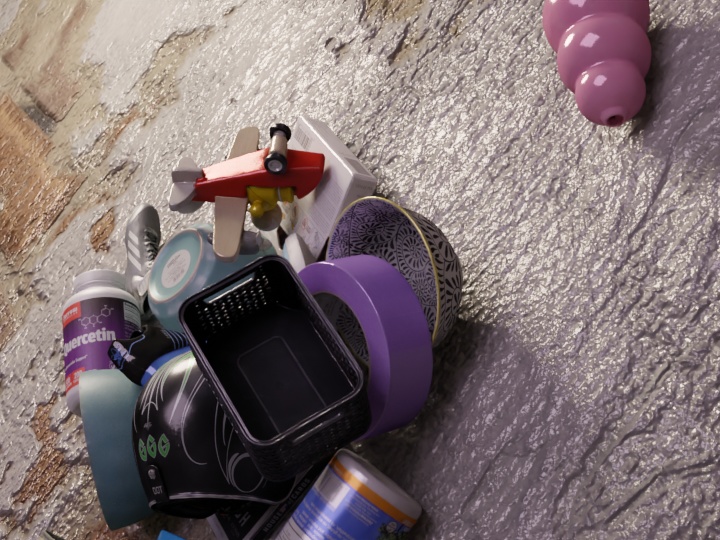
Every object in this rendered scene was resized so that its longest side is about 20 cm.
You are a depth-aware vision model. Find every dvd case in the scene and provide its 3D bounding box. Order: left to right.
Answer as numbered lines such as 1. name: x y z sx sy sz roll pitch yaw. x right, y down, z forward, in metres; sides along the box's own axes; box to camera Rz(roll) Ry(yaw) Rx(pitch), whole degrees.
1. dvd case: -0.114 0.236 1.455 0.200 0.025 0.150 -49 38 3

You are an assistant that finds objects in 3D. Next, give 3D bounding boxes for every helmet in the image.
1. helmet: -0.167 0.181 1.393 0.199 0.199 0.193 -17 65 37

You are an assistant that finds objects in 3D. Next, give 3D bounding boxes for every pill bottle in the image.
1. pill bottle: -0.367 0.104 1.715 0.112 0.112 0.202 -27 58 28
2. pill bottle: -0.034 0.298 1.255 0.201 0.112 0.112 -55 38 -2

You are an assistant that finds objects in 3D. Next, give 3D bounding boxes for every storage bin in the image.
1. storage bin: -0.090 0.101 1.266 0.134 0.094 0.201 -29 59 -12

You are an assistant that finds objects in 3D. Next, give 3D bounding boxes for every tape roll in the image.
1. tape roll: -0.008 0.086 1.345 0.199 0.065 0.202 14 108 49

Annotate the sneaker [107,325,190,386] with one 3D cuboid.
1. sneaker: -0.243 0.099 1.513 0.078 0.200 0.070 35 102 11

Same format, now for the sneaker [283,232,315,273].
1. sneaker: -0.089 0.044 1.510 0.081 0.074 0.202 -18 54 10

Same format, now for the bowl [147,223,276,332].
1. bowl: -0.218 0.016 1.660 0.200 0.105 0.202 -27 46 32

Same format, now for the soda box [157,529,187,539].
1. soda box: -0.236 0.414 1.405 0.064 0.068 0.202 5 65 47

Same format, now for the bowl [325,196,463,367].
1. bowl: 0.055 0.011 1.374 0.200 0.094 0.203 16 112 48

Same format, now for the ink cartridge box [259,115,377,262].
1. ink cartridge box: -0.065 -0.092 1.644 0.177 0.044 0.200 -65 34 20

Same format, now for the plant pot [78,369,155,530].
1. plant pot: -0.268 0.214 1.524 0.133 0.201 0.201 -11 42 -8

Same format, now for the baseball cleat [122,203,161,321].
1. baseball cleat: -0.318 -0.013 1.834 0.106 0.070 0.202 -9 65 34

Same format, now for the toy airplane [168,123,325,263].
1. toy airplane: -0.159 -0.103 1.618 0.200 0.142 0.198 -45 43 -16

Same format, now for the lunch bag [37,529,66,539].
1. lunch bag: -0.360 0.438 1.475 0.199 0.117 0.165 18 73 55

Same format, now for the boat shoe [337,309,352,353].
1. boat shoe: 0.000 0.000 1.493 0.071 0.059 0.202 -7 57 43

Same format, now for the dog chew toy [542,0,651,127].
1. dog chew toy: 0.274 -0.251 1.367 0.124 0.124 0.202 -23 55 32
